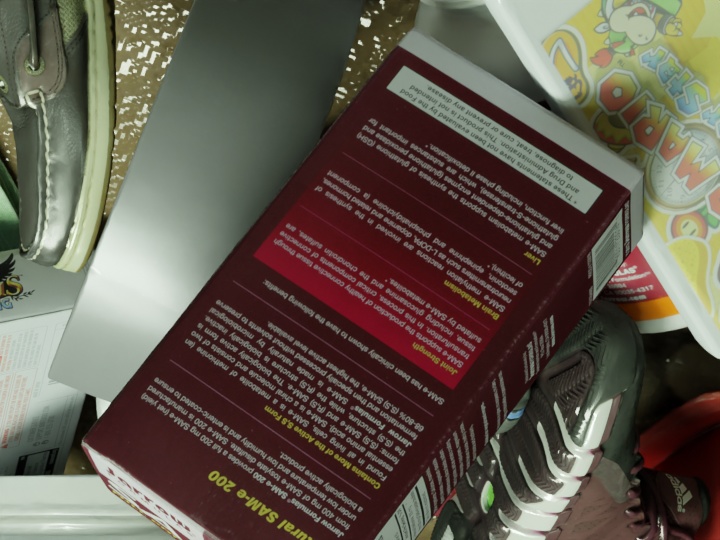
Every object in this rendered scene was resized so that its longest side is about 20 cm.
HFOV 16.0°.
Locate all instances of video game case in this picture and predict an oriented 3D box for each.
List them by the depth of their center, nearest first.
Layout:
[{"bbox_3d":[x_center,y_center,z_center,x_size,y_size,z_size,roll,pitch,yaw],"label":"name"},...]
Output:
[{"bbox_3d":[0.161,-0.090,0.968,0.182,0.023,0.200,-39,125,-4],"label":"video game case"},{"bbox_3d":[-0.228,0.068,1.265,0.181,0.046,0.200,-12,150,-24],"label":"video game case"}]

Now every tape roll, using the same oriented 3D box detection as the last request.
[{"bbox_3d":[-0.063,-0.037,1.055,0.066,0.201,0.201,21,139,-6],"label":"tape roll"}]

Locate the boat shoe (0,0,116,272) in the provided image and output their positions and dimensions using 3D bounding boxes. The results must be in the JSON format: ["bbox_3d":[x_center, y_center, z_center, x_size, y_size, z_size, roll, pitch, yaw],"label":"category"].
[{"bbox_3d":[-0.134,-0.100,1.024,0.066,0.202,0.072,1,-173,-20],"label":"boat shoe"}]

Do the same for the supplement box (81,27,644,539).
[{"bbox_3d":[0.005,0.023,0.928,0.109,0.200,0.061,34,164,18],"label":"supplement box"}]

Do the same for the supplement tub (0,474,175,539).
[{"bbox_3d":[-0.135,0.203,1.275,0.144,0.201,0.144,0,174,0],"label":"supplement tub"}]

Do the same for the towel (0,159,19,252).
[{"bbox_3d":[-0.263,-0.043,1.256,0.199,0.023,0.153,-3,135,20],"label":"towel"}]

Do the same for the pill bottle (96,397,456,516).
[{"bbox_3d":[-0.016,0.055,1.205,0.199,0.114,0.114,3,137,16],"label":"pill bottle"}]

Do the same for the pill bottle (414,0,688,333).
[{"bbox_3d":[0.092,-0.079,1.022,0.113,0.113,0.200,-12,130,30],"label":"pill bottle"}]

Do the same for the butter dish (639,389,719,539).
[{"bbox_3d":[0.198,0.168,1.209,0.199,0.148,0.199,26,152,-8],"label":"butter dish"}]

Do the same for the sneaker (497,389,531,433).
[{"bbox_3d":[0.000,0.000,1.098,0.077,0.200,0.076,1,115,-28],"label":"sneaker"}]

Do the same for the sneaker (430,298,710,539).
[{"bbox_3d":[0.109,0.082,1.101,0.115,0.076,0.200,-1,140,-23],"label":"sneaker"}]

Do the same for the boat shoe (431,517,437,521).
[{"bbox_3d":[-0.005,0.121,1.313,0.200,0.060,0.072,-25,123,38],"label":"boat shoe"}]
